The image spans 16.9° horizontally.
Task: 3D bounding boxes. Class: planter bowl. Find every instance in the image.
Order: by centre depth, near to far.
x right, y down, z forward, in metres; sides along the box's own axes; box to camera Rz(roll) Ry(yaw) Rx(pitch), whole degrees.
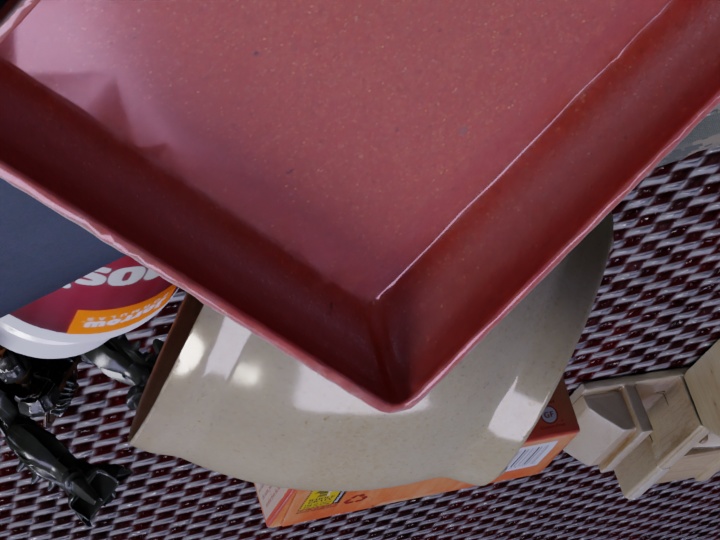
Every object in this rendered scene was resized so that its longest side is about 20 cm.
[{"bbox_3d":[0.013,0.001,0.923,0.134,0.201,0.200,25,151,-7],"label":"planter bowl"}]

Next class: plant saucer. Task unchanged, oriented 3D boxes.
[{"bbox_3d":[0.013,-0.074,0.641,0.200,0.037,0.199,-46,134,11],"label":"plant saucer"}]

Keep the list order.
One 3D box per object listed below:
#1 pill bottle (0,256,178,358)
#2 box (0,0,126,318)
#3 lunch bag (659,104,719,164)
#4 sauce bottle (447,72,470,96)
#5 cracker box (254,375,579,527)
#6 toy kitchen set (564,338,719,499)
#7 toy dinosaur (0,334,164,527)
[{"bbox_3d":[-0.111,-0.040,0.989,0.113,0.113,0.200,-9,159,-21],"label":"pill bottle"},{"bbox_3d":[-0.181,-0.072,0.709,0.196,0.201,0.117,-25,160,23],"label":"box"},{"bbox_3d":[0.129,-0.131,0.923,0.163,0.118,0.200,-18,154,9],"label":"lunch bag"},{"bbox_3d":[0.042,-0.136,0.751,0.066,0.201,0.066,21,157,9],"label":"sauce bottle"},{"bbox_3d":[0.000,0.000,1.059,0.133,0.201,0.058,-10,158,-21],"label":"cracker box"},{"bbox_3d":[0.246,0.160,1.740,0.163,0.181,0.200,-6,154,-27],"label":"toy kitchen set"},{"bbox_3d":[-0.156,0.046,1.132,0.102,0.136,0.200,-52,178,31],"label":"toy dinosaur"}]
